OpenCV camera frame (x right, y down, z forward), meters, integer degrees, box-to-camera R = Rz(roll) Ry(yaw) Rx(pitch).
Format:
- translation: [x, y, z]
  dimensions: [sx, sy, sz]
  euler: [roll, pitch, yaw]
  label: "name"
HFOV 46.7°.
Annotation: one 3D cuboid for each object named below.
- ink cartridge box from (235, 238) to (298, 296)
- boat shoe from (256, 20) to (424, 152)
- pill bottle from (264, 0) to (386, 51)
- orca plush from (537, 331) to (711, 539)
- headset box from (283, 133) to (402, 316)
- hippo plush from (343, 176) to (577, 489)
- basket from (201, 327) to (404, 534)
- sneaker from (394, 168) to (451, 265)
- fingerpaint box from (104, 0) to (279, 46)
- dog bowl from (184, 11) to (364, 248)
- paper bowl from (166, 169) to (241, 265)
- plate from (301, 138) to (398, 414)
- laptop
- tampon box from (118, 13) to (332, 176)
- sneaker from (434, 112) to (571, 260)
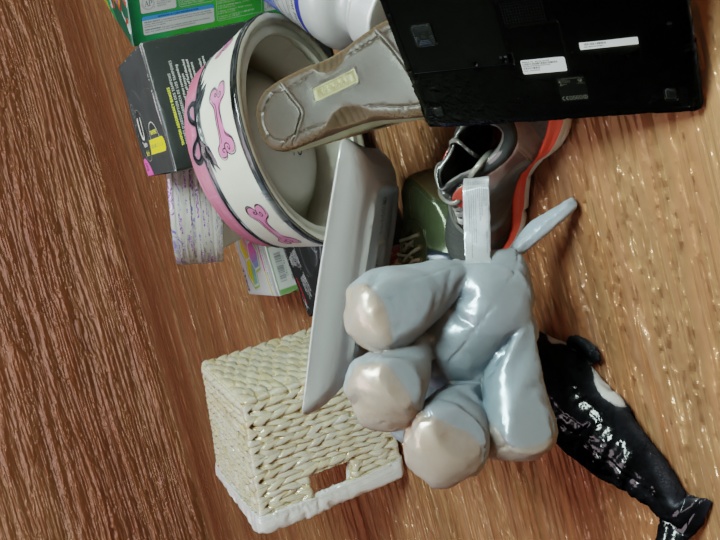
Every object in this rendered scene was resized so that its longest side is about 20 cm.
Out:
- translation: [-0.134, -0.024, 1.179]
  dimensions: [0.199, 0.058, 0.106]
  euler: [1, 108, 66]
  label: "ink cartridge box"
- translation: [0.019, -0.138, 0.618]
  dimensions: [0.196, 0.076, 0.074]
  euler: [-10, 88, 27]
  label: "boat shoe"
- translation: [-0.024, -0.251, 0.681]
  dimensions: [0.200, 0.111, 0.114]
  euler: [42, 144, 33]
  label: "pill bottle"
- translation: [0.151, 0.123, 0.606]
  dimensions: [0.202, 0.070, 0.106]
  euler: [59, 154, 30]
  label: "orca plush"
- translation: [-0.028, -0.058, 0.889]
  dimensions: [0.152, 0.076, 0.200]
  euler: [67, 156, 13]
  label: "headset box"
- translation: [0.045, 0.051, 0.602]
  dimensions: [0.161, 0.156, 0.205]
  euler: [147, 131, -68]
  label: "hippo plush"
- translation: [-0.078, 0.184, 1.023]
  dimensions: [0.199, 0.194, 0.165]
  euler: [19, 121, 63]
  label: "basket"
- translation: [0.057, 0.017, 0.724]
  dimensions: [0.067, 0.088, 0.205]
  euler: [-29, 79, 68]
  label: "sneaker"
- translation: [-0.174, -0.326, 0.878]
  dimensions: [0.168, 0.196, 0.074]
  euler: [53, 151, 39]
  label: "fingerpaint box"
- translation: [-0.073, -0.112, 0.725]
  dimensions: [0.072, 0.199, 0.205]
  euler: [-15, 92, 28]
  label: "dog bowl"
- translation: [-0.193, -0.112, 1.062]
  dimensions: [0.200, 0.102, 0.206]
  euler: [174, 90, -80]
  label: "paper bowl"
- translation: [0.000, 0.000, 0.688]
  dimensions: [0.199, 0.032, 0.205]
  euler: [-26, -55, -79]
  label: "plate"
- translation: [0.099, -0.196, 0.469]
  dimensions: [0.174, 0.104, 0.202]
  euler: [3, 137, 34]
  label: "laptop"
- translation: [-0.139, -0.187, 0.895]
  dimensions: [0.149, 0.196, 0.129]
  euler: [8, 114, 65]
  label: "tampon box"
- translation: [0.082, -0.069, 0.617]
  dimensions: [0.078, 0.080, 0.202]
  euler: [58, 153, 29]
  label: "sneaker"
